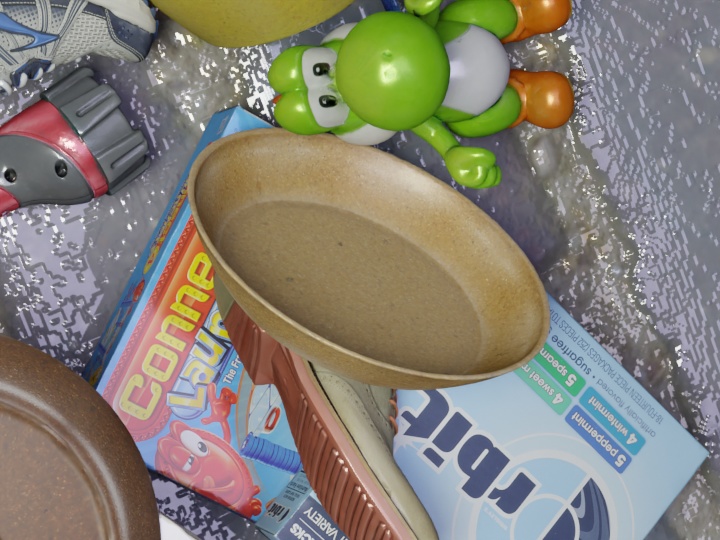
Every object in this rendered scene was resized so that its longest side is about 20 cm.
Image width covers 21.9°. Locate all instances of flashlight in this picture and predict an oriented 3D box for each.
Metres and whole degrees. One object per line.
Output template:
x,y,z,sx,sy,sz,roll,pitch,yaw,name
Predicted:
-0.206,-0.026,0.980,0.200,0.068,0.068,-38,111,-15,flashlight

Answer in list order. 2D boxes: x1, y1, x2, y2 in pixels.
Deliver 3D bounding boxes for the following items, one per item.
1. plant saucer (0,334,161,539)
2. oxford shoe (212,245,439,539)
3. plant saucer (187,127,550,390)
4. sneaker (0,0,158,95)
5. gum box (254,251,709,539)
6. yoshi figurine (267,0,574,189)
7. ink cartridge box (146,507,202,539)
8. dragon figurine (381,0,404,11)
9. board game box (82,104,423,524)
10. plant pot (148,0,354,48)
-0.181,0.125,0.798,0.199,0.034,0.202,-1,93,-16,plant saucer
-0.002,0.065,0.952,0.073,0.071,0.201,-21,68,-22,oxford shoe
0.000,0.000,0.948,0.199,0.201,0.036,17,122,-18,plant saucer
-0.188,-0.121,0.933,0.199,0.077,0.086,10,94,-48,sneaker
0.070,0.120,1.023,0.170,0.045,0.200,44,78,-13,gum box
0.046,-0.108,1.010,0.199,0.112,0.113,-15,57,-41,yoshi figurine
-0.162,0.128,0.923,0.144,0.200,0.085,35,80,-15,ink cartridge box
0.021,-0.250,1.058,0.099,0.059,0.201,-18,97,-18,dragon figurine
-0.036,0.042,1.041,0.195,0.056,0.201,28,82,-17,board game box
-0.063,-0.203,0.978,0.199,0.200,0.143,-30,120,-16,plant pot
